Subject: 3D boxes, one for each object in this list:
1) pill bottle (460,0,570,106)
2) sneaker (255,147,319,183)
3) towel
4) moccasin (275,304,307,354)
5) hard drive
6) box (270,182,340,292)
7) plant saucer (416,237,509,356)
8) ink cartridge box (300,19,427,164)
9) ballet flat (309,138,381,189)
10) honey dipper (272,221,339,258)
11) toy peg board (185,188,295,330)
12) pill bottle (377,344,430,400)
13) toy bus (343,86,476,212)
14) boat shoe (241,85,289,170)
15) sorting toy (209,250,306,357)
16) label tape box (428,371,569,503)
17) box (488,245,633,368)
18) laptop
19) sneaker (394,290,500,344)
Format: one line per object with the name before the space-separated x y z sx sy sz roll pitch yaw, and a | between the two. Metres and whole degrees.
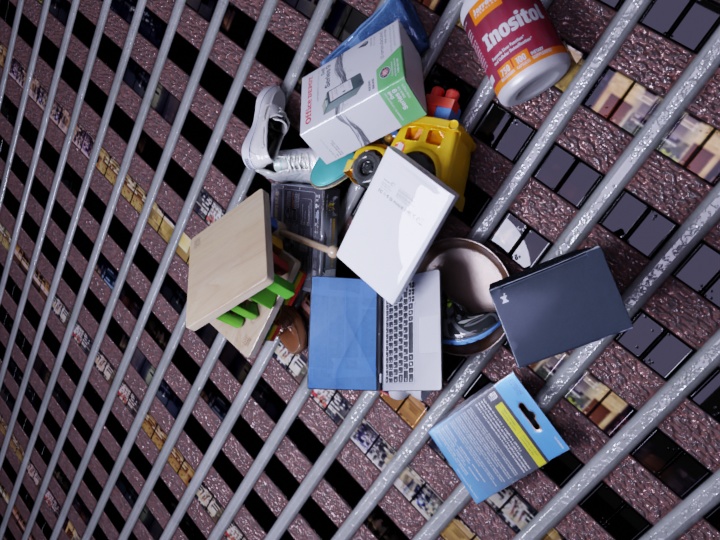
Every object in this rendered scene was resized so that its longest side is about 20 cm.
pill bottle | 0.218 -0.361 0.783 0.112 0.112 0.203 -29 82 30
sneaker | -0.124 -0.204 1.033 0.197 0.080 0.072 0 95 30
towel | 0.021 -0.382 0.937 0.198 0.048 0.113 -30 82 30
moccasin | -0.178 0.084 1.104 0.073 0.077 0.204 -31 81 31
hard drive | 0.051 -0.067 0.814 0.131 0.027 0.202 40 120 22
box | -0.115 -0.067 1.047 0.156 0.048 0.205 12 103 41
plant saucer | 0.172 0.044 0.912 0.197 0.034 0.205 5 100 32
ink cartridge box | 0.001 -0.286 0.862 0.197 0.084 0.148 -21 53 26
ballet flat | -0.011 -0.222 0.958 0.071 0.070 0.200 46 105 17
honey dipper | -0.113 -0.059 0.995 0.198 0.038 0.039 20 107 34
toy peg board | -0.214 -0.004 0.968 0.198 0.097 0.202 -29 50 24
pill bottle | 0.040 0.161 0.962 0.197 0.112 0.115 20 107 28
toy bus | 0.092 -0.207 0.880 0.197 0.135 0.196 17 92 31
boat shoe | -0.169 -0.281 1.013 0.064 0.072 0.203 -5 52 25
sorting toy | -0.213 0.034 1.041 0.197 0.069 0.203 32 98 33
label tape box | 0.233 0.274 0.889 0.200 0.063 0.145 -44 74 28
box | 0.267 0.045 0.739 0.146 0.200 0.109 -23 85 14
laptop | 0.022 0.096 0.853 0.198 0.115 0.192 -12 71 43
sneaker | 0.135 0.071 0.878 0.196 0.070 0.085 7 107 33
